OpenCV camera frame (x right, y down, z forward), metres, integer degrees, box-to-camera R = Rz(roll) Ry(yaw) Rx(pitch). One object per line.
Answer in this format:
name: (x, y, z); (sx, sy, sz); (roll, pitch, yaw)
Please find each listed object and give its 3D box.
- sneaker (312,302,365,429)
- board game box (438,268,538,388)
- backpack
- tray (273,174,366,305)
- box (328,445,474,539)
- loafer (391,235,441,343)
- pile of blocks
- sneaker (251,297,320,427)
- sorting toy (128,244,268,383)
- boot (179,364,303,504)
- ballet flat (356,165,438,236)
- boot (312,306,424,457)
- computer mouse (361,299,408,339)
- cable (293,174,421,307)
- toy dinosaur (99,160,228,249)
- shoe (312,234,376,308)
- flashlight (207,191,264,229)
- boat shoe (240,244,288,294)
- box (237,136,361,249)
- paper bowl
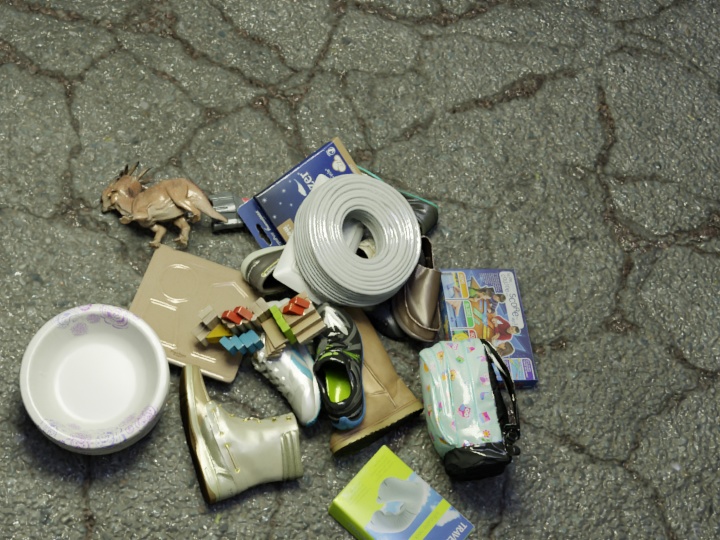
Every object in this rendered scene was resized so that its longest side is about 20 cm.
sneaker: (-0.032, 0.128, 1.561); (0.070, 0.083, 0.201); (-13, 56, 5)
board game box: (0.201, 0.092, 1.739); (0.134, 0.035, 0.201); (0, 61, -14)
backpack: (0.155, 0.198, 1.584); (0.126, 0.167, 0.201); (-6, 71, -10)
tray: (-0.051, -0.048, 1.656); (0.107, 0.022, 0.201); (31, 60, -15)
box: (0.066, 0.363, 1.541); (0.200, 0.048, 0.122); (40, 59, 11)
loafer: (0.091, 0.022, 1.708); (0.073, 0.071, 0.201); (15, 46, -28)
pile of blocks: (-0.152, 0.079, 1.553); (0.198, 0.062, 0.083); (-11, 62, 9)
sneaker: (-0.115, 0.142, 1.602); (0.080, 0.077, 0.201); (-12, 65, -23)
sorting toy: (-0.253, 0.066, 1.644); (0.184, 0.037, 0.201); (19, 53, -3)
boot: (-0.172, 0.219, 1.549); (0.154, 0.072, 0.201); (-11, 71, -19)
ballet flat: (0.035, -0.115, 1.803); (0.199, 0.068, 0.069); (25, 66, 1)
boot: (-0.021, 0.164, 1.629); (0.174, 0.066, 0.201); (-22, 67, -35)
computer mouse: (0.005, 0.035, 1.724); (0.200, 0.034, 0.059); (40, 60, 11)
cable: (-0.003, -0.046, 1.627); (0.199, 0.069, 0.201); (22, 64, -22)
toy dinosaur: (-0.309, -0.112, 1.679); (0.198, 0.086, 0.136); (-5, 54, -8)
shoe: (0.000, 0.000, 1.696); (0.200, 0.053, 0.070); (-43, 66, -15)
flashlight: (-0.147, -0.113, 1.757); (0.198, 0.068, 0.069); (-7, 100, -14)
boat shoe: (-0.085, -0.016, 1.681); (0.200, 0.072, 0.061); (-23, 42, -23)
box: (-0.084, -0.106, 1.725); (0.200, 0.032, 0.121); (-37, 104, -10)
paper bowl: (-0.366, 0.155, 1.504); (0.199, 0.104, 0.202); (2, 73, -7)
